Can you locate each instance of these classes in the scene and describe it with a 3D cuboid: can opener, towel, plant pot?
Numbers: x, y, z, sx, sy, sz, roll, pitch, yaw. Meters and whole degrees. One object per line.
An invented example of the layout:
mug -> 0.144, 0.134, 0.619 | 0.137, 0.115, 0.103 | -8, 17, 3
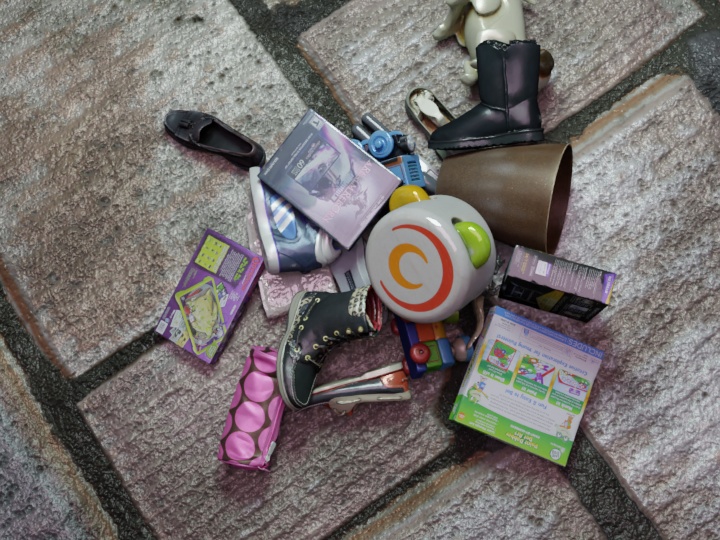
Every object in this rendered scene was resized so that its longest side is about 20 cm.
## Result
can opener -> 0.068, -0.199, 1.627 | 0.200, 0.067, 0.053 | 43, 83, 10
towel -> -0.119, -0.028, 1.622 | 0.132, 0.034, 0.201 | -15, 78, 2
plant pot -> 0.231, -0.130, 1.557 | 0.199, 0.187, 0.188 | 12, 79, 19

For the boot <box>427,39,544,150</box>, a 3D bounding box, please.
boot -> 0.201, -0.286, 1.544 | 0.199, 0.076, 0.169 | -4, 94, 21

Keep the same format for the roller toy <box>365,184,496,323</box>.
roller toy -> 0.111, -0.022, 1.479 | 0.199, 0.140, 0.183 | 26, 118, 24

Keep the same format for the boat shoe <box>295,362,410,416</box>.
boat shoe -> -0.017, 0.206, 1.549 | 0.199, 0.071, 0.063 | -17, 90, 4

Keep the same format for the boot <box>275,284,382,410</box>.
boot -> -0.049, 0.116, 1.498 | 0.153, 0.073, 0.205 | -10, 58, 31

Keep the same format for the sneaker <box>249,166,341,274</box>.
sneaker -> -0.103, -0.091, 1.586 | 0.146, 0.081, 0.201 | -10, 66, -11

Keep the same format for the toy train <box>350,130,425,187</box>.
toy train -> 0.009, -0.164, 1.585 | 0.199, 0.087, 0.115 | -14, 90, 29

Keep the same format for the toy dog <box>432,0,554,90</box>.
toy dog -> 0.246, -0.385, 1.634 | 0.193, 0.140, 0.201 | -26, 77, -28

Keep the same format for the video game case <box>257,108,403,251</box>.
video game case -> -0.050, -0.148, 1.533 | 0.200, 0.019, 0.143 | 39, 92, 13

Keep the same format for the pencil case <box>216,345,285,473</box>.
pencil case -> -0.163, 0.226, 1.546 | 0.093, 0.091, 0.201 | 6, 78, 41

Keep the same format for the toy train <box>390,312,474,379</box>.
toy train -> 0.110, 0.071, 1.570 | 0.115, 0.085, 0.201 | -9, 70, -14

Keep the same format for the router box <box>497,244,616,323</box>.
router box -> 0.305, 0.025, 1.495 | 0.156, 0.200, 0.053 | 17, 80, 6

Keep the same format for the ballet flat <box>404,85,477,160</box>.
ballet flat -> 0.148, -0.239, 1.632 | 0.067, 0.064, 0.200 | -42, 79, -5

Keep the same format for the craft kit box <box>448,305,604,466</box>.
craft kit box -> 0.269, 0.186, 1.524 | 0.199, 0.049, 0.198 | 24, 78, -5

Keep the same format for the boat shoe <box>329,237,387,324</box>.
boat shoe -> 0.000, 0.000, 1.590 | 0.072, 0.066, 0.201 | -34, 63, 27

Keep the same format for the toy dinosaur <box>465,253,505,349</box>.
toy dinosaur -> 0.196, 0.024, 1.550 | 0.047, 0.088, 0.201 | 17, 54, -31

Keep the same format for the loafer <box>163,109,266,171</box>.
loafer -> -0.259, -0.240, 1.661 | 0.199, 0.063, 0.072 | 25, 81, 9

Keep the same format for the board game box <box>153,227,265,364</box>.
board game box -> -0.253, 0.043, 1.603 | 0.120, 0.032, 0.201 | 28, 89, 19
